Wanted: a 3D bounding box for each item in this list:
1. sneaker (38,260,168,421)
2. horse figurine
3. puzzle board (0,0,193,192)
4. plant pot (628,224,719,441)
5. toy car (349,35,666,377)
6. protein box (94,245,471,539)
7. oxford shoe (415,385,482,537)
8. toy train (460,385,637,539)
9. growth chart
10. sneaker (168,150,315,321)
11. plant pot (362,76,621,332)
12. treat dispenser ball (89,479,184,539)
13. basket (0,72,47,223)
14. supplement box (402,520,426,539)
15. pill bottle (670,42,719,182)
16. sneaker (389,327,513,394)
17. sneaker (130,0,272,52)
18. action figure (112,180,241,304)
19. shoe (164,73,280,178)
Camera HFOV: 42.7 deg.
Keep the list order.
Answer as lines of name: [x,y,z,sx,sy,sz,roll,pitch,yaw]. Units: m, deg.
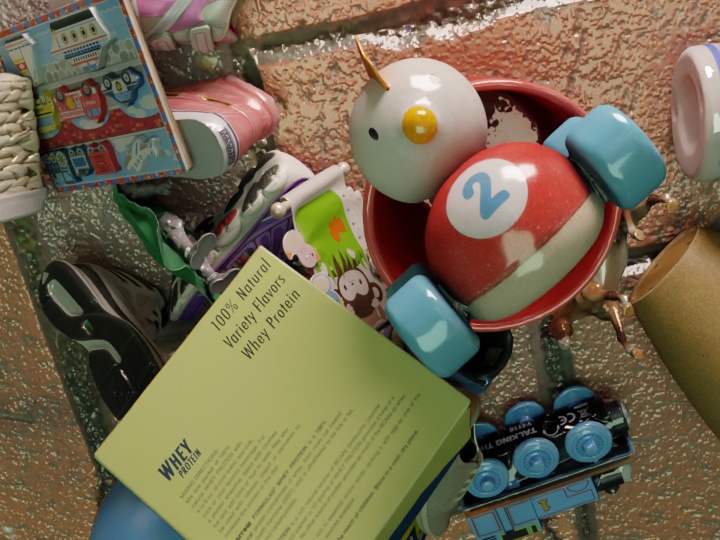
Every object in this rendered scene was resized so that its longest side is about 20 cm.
sneaker: [-0.199,0.063,0.856,0.201,0.115,0.076,48,115,20]
horse figurine: [0.225,-0.013,0.832,0.049,0.133,0.204,5,101,-13]
puzzle board: [-0.237,-0.144,0.787,0.198,0.017,0.153,-2,115,40]
plant pot: [0.346,0.061,0.828,0.199,0.186,0.187,39,108,3]
toy car: [0.054,-0.073,0.600,0.184,0.177,0.200,-42,92,5]
protein box: [-0.050,0.134,0.705,0.199,0.135,0.200,34,77,17]
oxford shoe: [0.082,0.180,0.839,0.057,0.076,0.202,9,133,13]
toy train: [0.181,0.195,0.924,0.197,0.087,0.115,-22,116,10]
growth chart: [0.000,0.000,0.831,0.018,0.145,0.202,-22,109,36]
sneaker: [-0.108,-0.016,0.860,0.083,0.081,0.200,35,114,-28]
plant pot: [0.102,-0.074,0.772,0.196,0.178,0.204,1,110,2]
treat dispenser ball: [-0.165,0.271,0.900,0.197,0.201,0.205,1,111,2]
basket: [-0.375,-0.100,0.762,0.133,0.200,0.126,8,105,21]
supplement box: [-0.002,0.173,0.889,0.108,0.109,0.203,-3,113,29]
pill bottle: [0.372,-0.139,0.771,0.196,0.114,0.116,-5,111,4]
sneaker: [0.094,0.080,0.832,0.088,0.200,0.080,17,78,25]
sneaker: [-0.149,-0.219,0.779,0.198,0.082,0.089,-31,105,14]
action figure: [-0.169,-0.037,0.800,0.055,0.199,0.119,-41,129,-12]
shoe: [-0.168,-0.129,0.822,0.197,0.091,0.073,8,123,31]
